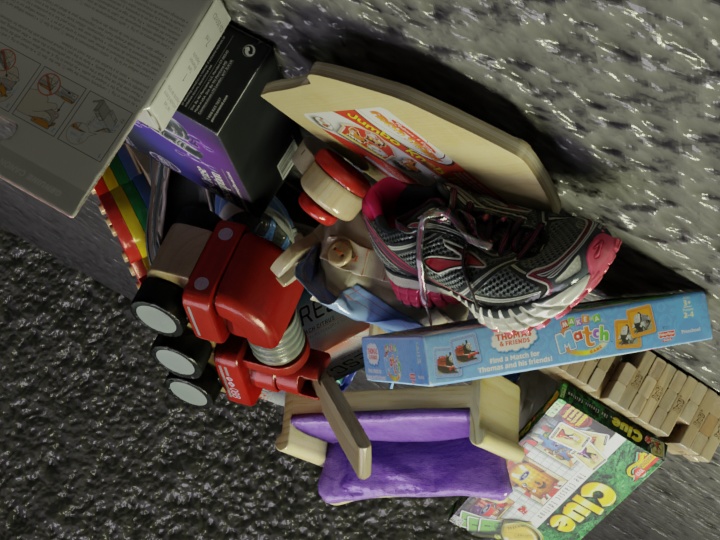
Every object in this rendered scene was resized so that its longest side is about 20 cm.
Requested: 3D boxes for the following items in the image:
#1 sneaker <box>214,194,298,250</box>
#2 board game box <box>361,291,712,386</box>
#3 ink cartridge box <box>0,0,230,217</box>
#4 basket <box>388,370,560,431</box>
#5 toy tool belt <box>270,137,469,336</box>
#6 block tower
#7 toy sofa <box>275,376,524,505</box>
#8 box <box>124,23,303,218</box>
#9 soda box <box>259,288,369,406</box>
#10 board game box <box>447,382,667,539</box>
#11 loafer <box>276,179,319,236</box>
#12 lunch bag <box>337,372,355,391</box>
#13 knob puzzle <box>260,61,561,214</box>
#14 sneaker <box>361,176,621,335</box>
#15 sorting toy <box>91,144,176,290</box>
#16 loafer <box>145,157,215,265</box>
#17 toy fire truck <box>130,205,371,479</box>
[{"bbox_3d":[-0.076,-0.018,1.194,0.201,0.075,0.078,70,-178,-56],"label":"sneaker"},{"bbox_3d":[0.115,0.047,0.930,0.197,0.037,0.151,-9,179,-16],"label":"board game box"},{"bbox_3d":[-0.214,-0.145,0.900,0.198,0.178,0.045,28,169,15],"label":"ink cartridge box"},{"bbox_3d":[0.116,0.138,1.256,0.197,0.140,0.178,15,125,-3],"label":"basket"},{"bbox_3d":[0.000,0.000,0.992,0.199,0.123,0.125,26,-164,-50],"label":"toy tool belt"},{"bbox_3d":[0.205,0.083,1.110,0.199,0.058,0.054,33,169,-5],"label":"block tower"},{"bbox_3d":[0.032,0.140,1.137,0.198,0.099,0.083,-6,159,29],"label":"toy sofa"},{"bbox_3d":[-0.128,-0.129,1.017,0.140,0.079,0.200,32,170,12],"label":"box"},{"bbox_3d":[-0.014,0.045,1.180,0.198,0.069,0.063,-28,150,25],"label":"soda box"},{"bbox_3d":[0.165,0.183,1.164,0.104,0.024,0.201,28,133,-5],"label":"board game box"},{"bbox_3d":[-0.074,-0.060,1.243,0.198,0.072,0.063,28,142,-5],"label":"loafer"},{"bbox_3d":[-0.082,0.010,1.358,0.200,0.128,0.170,42,178,-22],"label":"lunch bag"},{"bbox_3d":[0.050,-0.080,0.857,0.218,0.031,0.220,27,168,6],"label":"knob puzzle"},{"bbox_3d":[0.071,-0.014,0.833,0.199,0.081,0.075,4,133,50],"label":"sneaker"},{"bbox_3d":[-0.202,-0.032,1.322,0.200,0.069,0.201,48,162,61],"label":"sorting toy"},{"bbox_3d":[-0.153,-0.039,1.185,0.071,0.203,0.063,-7,-155,-10],"label":"loafer"},{"bbox_3d":[-0.068,0.063,1.072,0.197,0.130,0.177,14,148,17],"label":"toy fire truck"}]
